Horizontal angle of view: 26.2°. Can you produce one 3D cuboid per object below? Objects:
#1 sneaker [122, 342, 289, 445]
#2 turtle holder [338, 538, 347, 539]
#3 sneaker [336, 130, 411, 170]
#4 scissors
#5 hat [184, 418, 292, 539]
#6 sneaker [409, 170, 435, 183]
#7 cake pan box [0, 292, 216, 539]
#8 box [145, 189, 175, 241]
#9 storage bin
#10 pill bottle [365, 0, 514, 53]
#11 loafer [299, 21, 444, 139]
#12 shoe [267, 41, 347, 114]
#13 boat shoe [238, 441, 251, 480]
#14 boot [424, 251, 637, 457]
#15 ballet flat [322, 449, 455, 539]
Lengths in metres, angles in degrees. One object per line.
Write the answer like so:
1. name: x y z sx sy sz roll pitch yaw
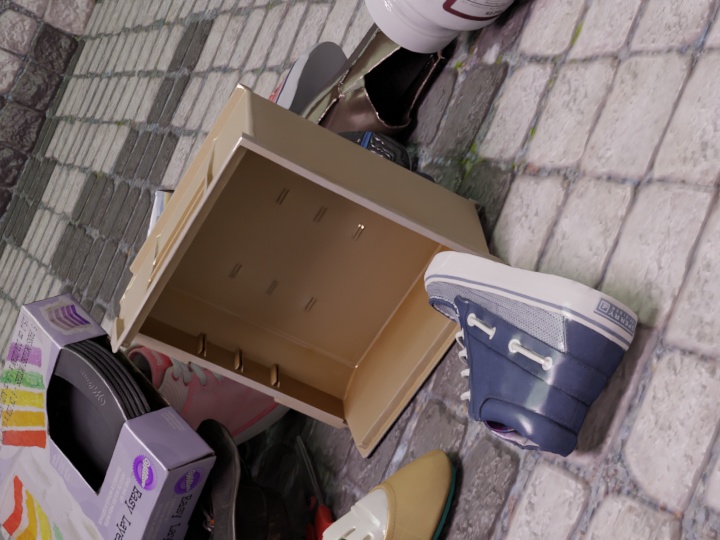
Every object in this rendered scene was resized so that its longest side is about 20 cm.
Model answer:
1. sneaker: -0.120 0.083 1.207 0.200 0.105 0.075 -37 43 -22
2. turtle holder: -0.017 0.253 0.868 0.132 0.185 0.141 -59 -10 18
3. sneaker: -0.045 -0.044 1.259 0.199 0.077 0.076 -31 68 11
4. scissors: -0.027 0.173 1.120 0.073 0.014 0.201 -55 22 33
5. hat: -0.093 0.213 1.127 0.200 0.080 0.202 -168 90 -68
6. sneaker: 0.000 0.000 1.174 0.200 0.066 0.079 -44 43 45
7. cake pan box: -0.200 0.143 1.136 0.184 0.052 0.201 43 127 25
8. box: -0.176 -0.004 1.414 0.200 0.040 0.138 -136 57 -85
9. storage bin: -0.042 0.008 1.062 0.199 0.199 0.094 -56 22 25
10. pill bottle: 0.087 -0.252 1.146 0.200 0.113 0.113 -41 32 47
11. loafer: 0.001 -0.129 1.275 0.201 0.073 0.071 -59 22 13
12. shoe: -0.078 -0.131 1.396 0.091 0.072 0.201 -13 35 33
13. boat shoe: -0.128 0.145 1.314 0.060 0.076 0.200 -25 18 -20
14. boot: 0.078 0.047 0.907 0.091 0.073 0.200 -63 21 -6
15. ballet flat: -0.006 0.197 0.969 0.201 0.063 0.069 -65 21 3
